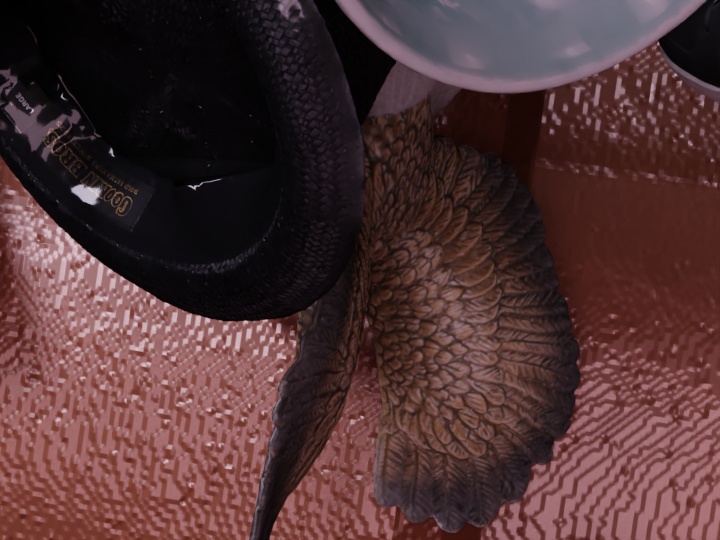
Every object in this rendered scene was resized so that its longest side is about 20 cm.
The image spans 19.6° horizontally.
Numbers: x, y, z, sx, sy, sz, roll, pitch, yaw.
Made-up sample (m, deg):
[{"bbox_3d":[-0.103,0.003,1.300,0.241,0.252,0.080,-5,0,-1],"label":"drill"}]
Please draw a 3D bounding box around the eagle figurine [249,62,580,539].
[{"bbox_3d":[-0.001,0.002,0.775,0.151,0.151,0.201,-19,76,-4],"label":"eagle figurine"}]

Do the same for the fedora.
[{"bbox_3d":[-0.049,-0.081,0.660,0.091,0.201,0.201,-36,84,-33],"label":"fedora"}]

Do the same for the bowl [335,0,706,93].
[{"bbox_3d":[0.032,-0.159,0.555,0.105,0.200,0.201,34,94,43],"label":"bowl"}]

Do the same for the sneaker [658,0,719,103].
[{"bbox_3d":[0.147,-0.108,0.660,0.112,0.200,0.073,45,73,-29],"label":"sneaker"}]
